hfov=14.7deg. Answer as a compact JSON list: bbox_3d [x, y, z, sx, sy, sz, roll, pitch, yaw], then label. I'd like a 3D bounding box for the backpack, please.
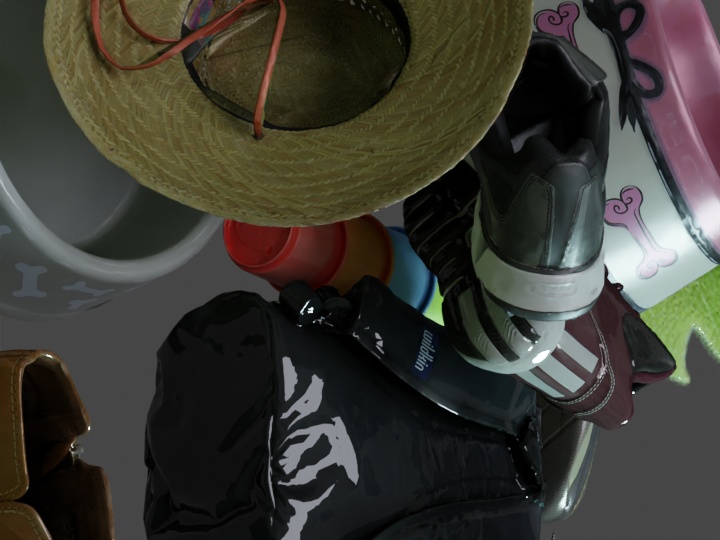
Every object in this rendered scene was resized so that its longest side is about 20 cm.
[{"bbox_3d":[-0.005,0.086,1.260,0.200,0.126,0.168,5,90,-51],"label":"backpack"}]

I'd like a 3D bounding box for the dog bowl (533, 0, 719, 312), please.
[{"bbox_3d":[0.139,-0.084,1.396,0.200,0.074,0.201,-19,90,-73],"label":"dog bowl"}]

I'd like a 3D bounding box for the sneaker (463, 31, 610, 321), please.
[{"bbox_3d":[0.071,-0.072,1.178,0.200,0.066,0.091,-100,-166,-51],"label":"sneaker"}]

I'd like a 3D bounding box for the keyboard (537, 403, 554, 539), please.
[{"bbox_3d":[0.057,0.156,1.359,0.039,0.104,0.201,7,77,-22],"label":"keyboard"}]

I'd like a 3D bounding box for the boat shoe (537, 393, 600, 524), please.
[{"bbox_3d":[0.112,0.036,1.447,0.073,0.074,0.201,24,68,-46],"label":"boat shoe"}]

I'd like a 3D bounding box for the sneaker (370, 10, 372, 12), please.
[{"bbox_3d":[0.001,-0.073,1.291,0.200,0.075,0.079,-35,127,-70],"label":"sneaker"}]

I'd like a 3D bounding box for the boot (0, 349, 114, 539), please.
[{"bbox_3d":[-0.145,0.117,0.992,0.077,0.155,0.201,-31,111,-59],"label":"boot"}]

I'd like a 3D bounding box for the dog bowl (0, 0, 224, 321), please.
[{"bbox_3d":[-0.123,-0.080,1.190,0.200,0.058,0.201,9,78,-50],"label":"dog bowl"}]

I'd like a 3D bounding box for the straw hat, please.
[{"bbox_3d":[-0.024,-0.087,1.159,0.085,0.200,0.202,74,28,-63],"label":"straw hat"}]

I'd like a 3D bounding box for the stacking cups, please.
[{"bbox_3d":[0.000,0.000,1.306,0.200,0.060,0.061,23,68,-55],"label":"stacking cups"}]

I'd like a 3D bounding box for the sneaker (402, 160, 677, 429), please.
[{"bbox_3d":[0.085,0.006,1.262,0.115,0.076,0.200,40,24,-26],"label":"sneaker"}]
